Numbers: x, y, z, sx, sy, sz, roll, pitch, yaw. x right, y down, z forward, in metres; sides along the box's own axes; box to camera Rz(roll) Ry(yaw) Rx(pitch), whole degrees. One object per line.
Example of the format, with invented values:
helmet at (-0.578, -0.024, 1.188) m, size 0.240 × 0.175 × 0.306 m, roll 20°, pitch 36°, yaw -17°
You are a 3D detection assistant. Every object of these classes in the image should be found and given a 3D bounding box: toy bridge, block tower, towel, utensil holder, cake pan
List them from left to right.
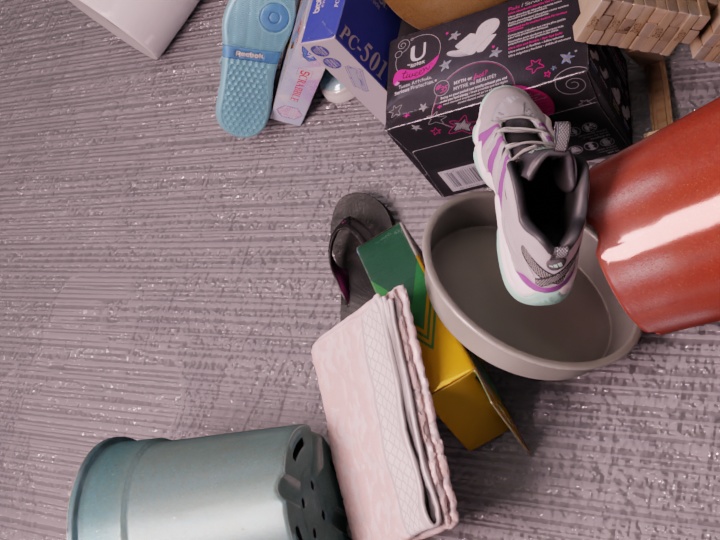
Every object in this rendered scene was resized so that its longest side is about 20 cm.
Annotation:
utensil holder at (-0.273, -0.401, 1.387) m, size 0.170 × 0.170 × 0.201 m, roll 33°, pitch 89°, yaw 40°
towel at (0.013, 0.134, 0.905) m, size 0.191 × 0.032 × 0.201 m, roll 135°, pitch 126°, yaw -62°
cake pan at (0.141, 0.014, 0.900) m, size 0.037 × 0.199 × 0.201 m, roll 113°, pitch 144°, yaw -43°
toy bridge at (0.262, -0.204, 0.983) m, size 0.027 × 0.067 × 0.201 m, roll -16°, pitch 80°, yaw 27°
block tower at (0.283, -0.219, 0.913) m, size 0.199 × 0.054 × 0.058 m, roll 5°, pitch 60°, yaw -13°

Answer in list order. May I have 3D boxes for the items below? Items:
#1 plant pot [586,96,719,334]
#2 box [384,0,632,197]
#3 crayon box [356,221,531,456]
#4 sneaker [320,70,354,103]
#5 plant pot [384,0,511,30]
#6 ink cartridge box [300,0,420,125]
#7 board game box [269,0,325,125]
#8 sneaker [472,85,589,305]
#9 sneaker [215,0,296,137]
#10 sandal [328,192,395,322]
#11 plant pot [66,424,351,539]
plant pot at (0.291, -0.050, 0.822) m, size 0.195 × 0.200 × 0.202 m, roll -23°, pitch 55°, yaw 31°
box at (0.141, -0.168, 1.010) m, size 0.199 × 0.132 × 0.115 m, roll -12°, pitch 57°, yaw 28°
crayon box at (0.071, 0.070, 0.933) m, size 0.051 × 0.126 × 0.201 m, roll -30°, pitch 53°, yaw 6°
sneaker at (-0.005, -0.290, 1.202) m, size 0.074 × 0.082 × 0.201 m, roll 14°, pitch 75°, yaw 38°
plant pot at (0.125, -0.326, 0.965) m, size 0.200 × 0.186 × 0.187 m, roll -2°, pitch 63°, yaw 59°
ink cartridge box at (0.022, -0.214, 1.067) m, size 0.044 × 0.200 × 0.095 m, roll -1°, pitch 66°, yaw 35°
board game box at (-0.047, -0.294, 1.178) m, size 0.200 × 0.041 × 0.201 m, roll 129°, pitch 154°, yaw -67°
sneaker at (0.140, -0.087, 0.832) m, size 0.077 × 0.140 × 0.201 m, roll -9°, pitch 65°, yaw -5°
sneaker at (-0.123, -0.267, 1.220) m, size 0.131 × 0.079 × 0.201 m, roll -98°, pitch 24°, yaw -61°
sandal at (0.001, 0.000, 1.070) m, size 0.075 × 0.048 × 0.202 m, roll -21°, pitch 57°, yaw 23°
plant pot at (-0.123, 0.229, 0.952) m, size 0.195 × 0.200 × 0.201 m, roll -15°, pitch 59°, yaw 18°
